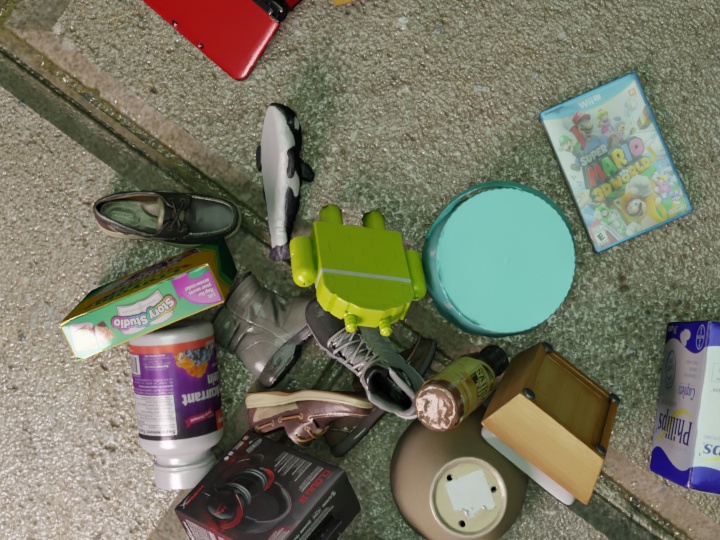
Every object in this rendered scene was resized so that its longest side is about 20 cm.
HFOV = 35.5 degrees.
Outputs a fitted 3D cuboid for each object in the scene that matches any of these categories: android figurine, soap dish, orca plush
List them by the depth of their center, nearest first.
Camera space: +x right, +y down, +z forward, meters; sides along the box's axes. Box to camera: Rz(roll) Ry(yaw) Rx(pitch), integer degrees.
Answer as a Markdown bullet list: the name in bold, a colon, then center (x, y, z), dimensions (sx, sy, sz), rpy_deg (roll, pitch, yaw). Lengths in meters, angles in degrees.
- **soap dish**: center (0.241, 0.182, 1.394), dimensions (0.156, 0.200, 0.082), rpy_deg (38, 116, 4)
- **android figurine**: center (0.000, 0.000, 1.428), dimensions (0.179, 0.041, 0.202), rpy_deg (6, 46, -19)
- **orca plush**: center (-0.084, -0.117, 1.487), dimensions (0.070, 0.105, 0.204), rpy_deg (-5, 83, -30)

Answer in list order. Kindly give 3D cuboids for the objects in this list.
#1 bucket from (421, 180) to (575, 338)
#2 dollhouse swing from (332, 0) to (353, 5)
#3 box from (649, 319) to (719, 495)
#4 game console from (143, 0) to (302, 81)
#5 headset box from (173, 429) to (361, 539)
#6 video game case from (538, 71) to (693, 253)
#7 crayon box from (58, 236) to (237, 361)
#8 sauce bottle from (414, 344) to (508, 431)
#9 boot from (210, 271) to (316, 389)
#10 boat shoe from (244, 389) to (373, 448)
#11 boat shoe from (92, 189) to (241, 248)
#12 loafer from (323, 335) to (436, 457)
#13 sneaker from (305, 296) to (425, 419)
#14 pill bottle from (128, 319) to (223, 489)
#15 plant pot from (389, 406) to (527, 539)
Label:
- **bucket**: center (0.179, -0.011, 1.438), dimensions (0.203, 0.135, 0.212), rpy_deg (0, 87, 0)
- **dollhouse swing**: center (0.004, -0.482, 1.456), dimensions (0.173, 0.182, 0.203), rpy_deg (-19, 81, 10)
- **box**: center (0.441, 0.168, 1.396), dimensions (0.103, 0.184, 0.204), rpy_deg (7, 87, 1)
- **game console**: center (-0.172, -0.395, 1.530), dimensions (0.199, 0.119, 0.173), rpy_deg (40, 58, 3)
- **headset box**: center (-0.107, 0.296, 1.380), dimensions (0.149, 0.198, 0.076), rpy_deg (-45, 130, -30)
- **video game case**: center (0.339, -0.144, 1.499), dimensions (0.141, 0.018, 0.203), rpy_deg (-22, 86, 1)
- **crayon box**: center (-0.262, 0.032, 1.423), dimensions (0.197, 0.173, 0.059), rpy_deg (-22, 101, 4)
- **sauce bottle**: center (0.133, 0.139, 1.403), dimensions (0.065, 0.199, 0.067), rpy_deg (9, 109, 26)
- **boot**: center (-0.107, 0.044, 1.482), dimensions (0.130, 0.068, 0.201), rpy_deg (41, 88, 8)
- **boat shoe**: center (-0.067, 0.189, 1.433), dimensions (0.197, 0.072, 0.074), rpy_deg (-5, 80, 34)
- **boat shoe**: center (-0.258, -0.069, 1.490), dimensions (0.196, 0.065, 0.075), rpy_deg (-1, 85, 1)
- **loafer**: center (0.018, 0.152, 1.465), dimensions (0.200, 0.073, 0.071), rpy_deg (-45, 87, -1)
- **sneaker**: center (0.006, 0.103, 1.377), dimensions (0.199, 0.115, 0.075), rpy_deg (42, 95, 6)
- **pill bottle**: center (-0.234, 0.172, 1.448), dimensions (0.109, 0.111, 0.204), rpy_deg (-5, 96, 2)
- **plant pot**: center (0.127, 0.265, 1.393), dimensions (0.183, 0.200, 0.191), rpy_deg (0, 86, 2)
